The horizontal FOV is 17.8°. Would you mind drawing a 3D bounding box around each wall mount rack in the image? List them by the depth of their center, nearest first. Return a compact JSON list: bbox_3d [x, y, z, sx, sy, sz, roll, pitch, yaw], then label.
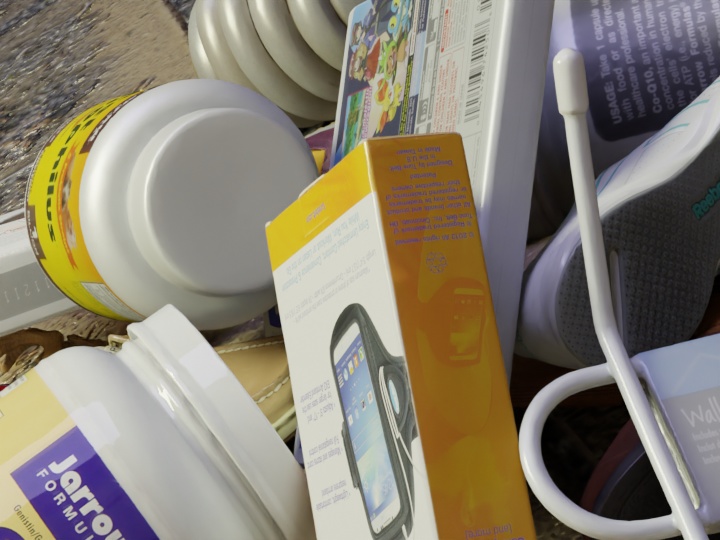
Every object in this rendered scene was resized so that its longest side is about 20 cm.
[{"bbox_3d":[0.141,0.007,0.748,0.199,0.075,0.174,-12,61,-17],"label":"wall mount rack"}]

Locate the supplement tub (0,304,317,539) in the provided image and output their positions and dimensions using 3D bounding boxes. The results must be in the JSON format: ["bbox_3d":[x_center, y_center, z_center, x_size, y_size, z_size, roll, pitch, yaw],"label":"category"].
[{"bbox_3d":[-0.118,0.121,0.883,0.200,0.146,0.145,-37,24,-9],"label":"supplement tub"}]

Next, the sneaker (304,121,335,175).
[{"bbox_3d":[0.018,-0.035,1.119,0.199,0.075,0.090,-22,19,23],"label":"sneaker"}]

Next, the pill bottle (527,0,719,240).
[{"bbox_3d":[0.140,-0.080,0.974,0.199,0.114,0.113,-14,27,14],"label":"pill bottle"}]

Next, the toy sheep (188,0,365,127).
[{"bbox_3d":[-0.030,-0.152,1.338,0.200,0.138,0.138,-25,20,47],"label":"toy sheep"}]

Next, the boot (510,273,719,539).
[{"bbox_3d":[0.100,0.041,0.875,0.188,0.069,0.200,-44,25,-25],"label":"boot"}]

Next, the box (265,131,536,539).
[{"bbox_3d":[0.016,0.065,0.789,0.041,0.201,0.119,-8,-10,-21],"label":"box"}]

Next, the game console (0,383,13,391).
[{"bbox_3d":[-0.216,0.122,0.954,0.200,0.031,0.177,-51,-27,19],"label":"game console"}]

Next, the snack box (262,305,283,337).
[{"bbox_3d":[0.000,0.000,1.038,0.024,0.072,0.200,-8,4,-23],"label":"snack box"}]

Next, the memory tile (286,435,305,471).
[{"bbox_3d":[-0.086,0.111,1.029,0.199,0.017,0.154,-24,25,17],"label":"memory tile"}]

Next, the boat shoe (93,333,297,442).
[{"bbox_3d":[-0.107,0.065,1.040,0.199,0.067,0.074,-21,25,22],"label":"boat shoe"}]

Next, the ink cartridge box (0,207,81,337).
[{"bbox_3d":[-0.145,-0.015,1.241,0.199,0.045,0.176,-20,9,-24],"label":"ink cartridge box"}]

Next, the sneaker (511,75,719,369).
[{"bbox_3d":[0.125,-0.032,0.864,0.200,0.071,0.080,-36,11,-25],"label":"sneaker"}]

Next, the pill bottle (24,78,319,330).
[{"bbox_3d":[-0.084,-0.029,1.042,0.109,0.110,0.200,-38,12,-15],"label":"pill bottle"}]

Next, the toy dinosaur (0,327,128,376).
[{"bbox_3d":[-0.130,0.056,1.167,0.200,0.061,0.106,-46,48,-15],"label":"toy dinosaur"}]

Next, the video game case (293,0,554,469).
[{"bbox_3d":[0.023,-0.021,0.900,0.182,0.023,0.201,167,111,-69],"label":"video game case"}]
